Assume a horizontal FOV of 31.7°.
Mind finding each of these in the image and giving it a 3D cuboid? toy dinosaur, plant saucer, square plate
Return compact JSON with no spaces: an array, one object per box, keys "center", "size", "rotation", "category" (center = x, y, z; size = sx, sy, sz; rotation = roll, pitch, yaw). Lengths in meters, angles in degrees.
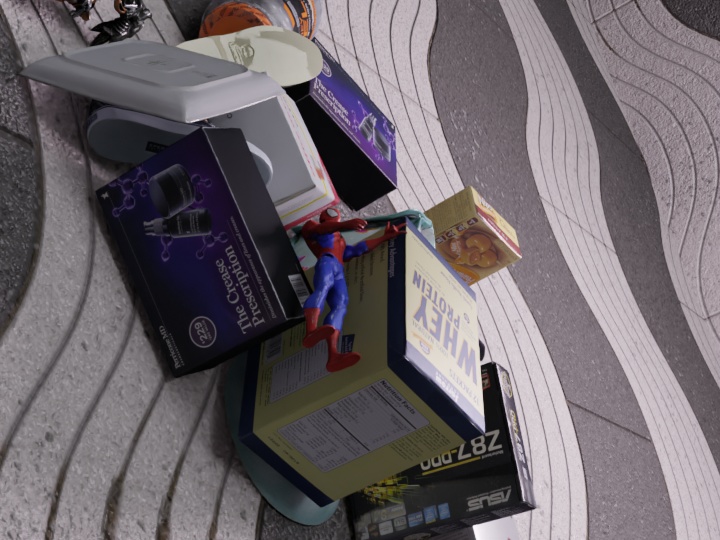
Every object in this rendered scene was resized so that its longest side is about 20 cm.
[{"center":[-0.257,-0.303,1.323],"size":[0.199,0.136,0.103],"rotation":[4,71,-14],"category":"toy dinosaur"},{"center":[-0.066,0.168,1.346],"size":[0.201,0.039,0.201],"rotation":[45,29,-34],"category":"plant saucer"},{"center":[-0.204,-0.198,1.278],"size":[0.200,0.197,0.029],"rotation":[-33,136,-60],"category":"square plate"}]

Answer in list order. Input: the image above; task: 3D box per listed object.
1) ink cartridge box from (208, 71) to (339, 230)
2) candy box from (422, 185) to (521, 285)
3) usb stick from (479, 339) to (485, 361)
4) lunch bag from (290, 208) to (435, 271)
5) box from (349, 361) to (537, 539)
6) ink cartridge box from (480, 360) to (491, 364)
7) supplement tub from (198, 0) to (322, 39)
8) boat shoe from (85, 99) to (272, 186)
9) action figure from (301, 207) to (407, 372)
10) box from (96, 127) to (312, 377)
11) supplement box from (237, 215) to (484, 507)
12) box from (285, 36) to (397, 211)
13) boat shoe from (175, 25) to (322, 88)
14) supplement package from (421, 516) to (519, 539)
[{"center":[-0.099,-0.133,1.461],"size":[0.200,0.083,0.146],"rotation":[16,50,-83],"category":"ink cartridge box"},{"center":[0.094,-0.017,1.650],"size":[0.115,0.200,0.055],"rotation":[40,29,-40],"category":"candy box"},{"center":[0.108,0.072,1.672],"size":[0.200,0.033,0.056],"rotation":[47,61,-43],"category":"usb stick"},{"center":[0.000,0.000,1.473],"size":[0.200,0.170,0.122],"rotation":[-77,156,-58],"category":"lunch bag"},{"center":[0.080,0.206,1.387],"size":[0.049,0.199,0.162],"rotation":[35,41,-56],"category":"box"},{"center":[0.092,0.194,1.565],"size":[0.199,0.050,0.162],"rotation":[1,70,-33],"category":"ink cartridge box"},{"center":[-0.128,-0.312,1.610],"size":[0.123,0.122,0.200],"rotation":[56,26,-15],"category":"supplement tub"},{"center":[-0.186,-0.146,1.319],"size":[0.200,0.071,0.091],"rotation":[17,37,-23],"category":"boat shoe"},{"center":[-0.007,-0.005,1.198],"size":[0.065,0.099,0.200],"rotation":[50,20,-35],"category":"action figure"},{"center":[-0.149,-0.018,1.231],"size":[0.079,0.141,0.201],"rotation":[-11,75,-64],"category":"box"},{"center":[0.002,0.092,1.269],"size":[0.134,0.199,0.200],"rotation":[45,30,-33],"category":"supplement box"},{"center":[-0.036,-0.202,1.736],"size":[0.200,0.079,0.141],"rotation":[44,28,-35],"category":"box"},{"center":[-0.140,-0.239,1.480],"size":[0.201,0.063,0.074],"rotation":[-11,82,-30],"category":"boat shoe"},{"center":[0.110,0.332,1.425],"size":[0.121,0.119,0.201],"rotation":[29,41,-52],"category":"supplement package"}]
